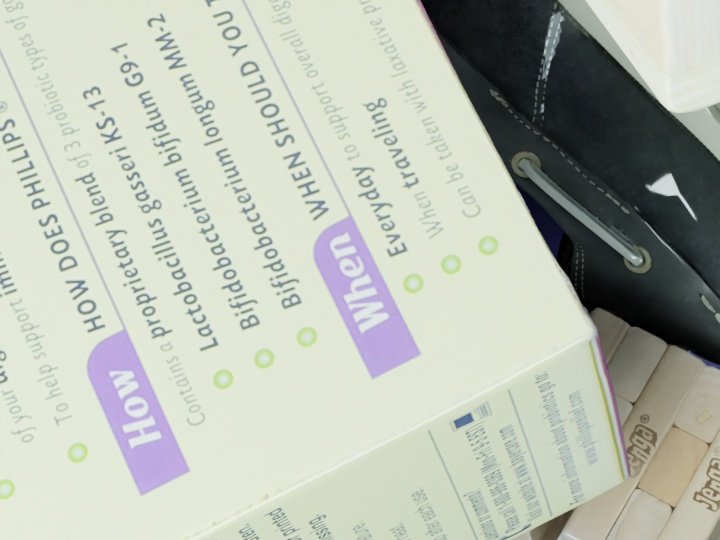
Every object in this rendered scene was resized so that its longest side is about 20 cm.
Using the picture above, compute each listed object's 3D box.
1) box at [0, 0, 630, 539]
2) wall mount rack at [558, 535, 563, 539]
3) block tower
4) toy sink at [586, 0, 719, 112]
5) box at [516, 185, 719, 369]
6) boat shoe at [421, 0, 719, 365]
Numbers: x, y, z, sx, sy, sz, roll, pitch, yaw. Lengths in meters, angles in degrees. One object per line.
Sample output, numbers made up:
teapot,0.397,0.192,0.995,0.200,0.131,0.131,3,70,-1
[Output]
box,-0.071,0.001,0.563,0.199,0.177,0.097,-27,157,-2
wall mount rack,0.020,0.132,0.750,0.174,0.200,0.075,-40,-171,37
block tower,0.002,0.018,0.658,0.058,0.199,0.054,-58,161,-15
toy sink,0.114,-0.141,0.499,0.199,0.131,0.112,-21,138,-9
box,0.105,-0.001,0.730,0.141,0.200,0.079,-34,-160,19
boat shoe,0.081,-0.013,0.650,0.067,0.200,0.072,-33,-163,28
